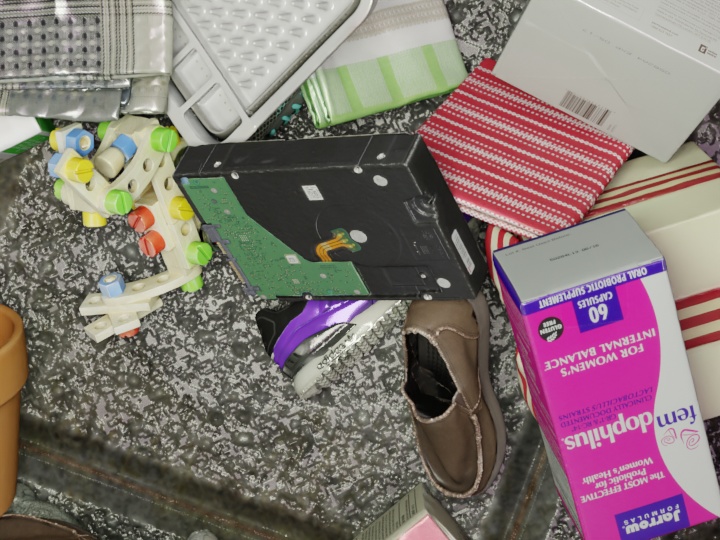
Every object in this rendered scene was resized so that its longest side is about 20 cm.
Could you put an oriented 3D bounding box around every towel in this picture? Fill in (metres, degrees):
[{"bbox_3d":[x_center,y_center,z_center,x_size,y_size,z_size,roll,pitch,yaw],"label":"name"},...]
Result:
[{"bbox_3d":[0.119,-0.089,1.463,0.144,0.200,0.023,23,128,16],"label":"towel"},{"bbox_3d":[-0.002,-0.219,1.505,0.149,0.031,0.200,-19,88,-29],"label":"towel"},{"bbox_3d":[-0.232,-0.209,1.447,0.192,0.035,0.201,0,92,3],"label":"towel"}]

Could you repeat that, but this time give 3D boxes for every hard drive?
[{"bbox_3d":[-0.021,-0.036,1.422,0.200,0.038,0.140,-2,136,32],"label":"hard drive"}]

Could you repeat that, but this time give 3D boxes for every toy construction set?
[{"bbox_3d":[-0.170,-0.035,1.500,0.092,0.131,0.200,23,137,29],"label":"toy construction set"}]

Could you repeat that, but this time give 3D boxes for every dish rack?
[{"bbox_3d":[-0.082,-0.199,1.447,0.200,0.044,0.172,-43,71,27],"label":"dish rack"}]

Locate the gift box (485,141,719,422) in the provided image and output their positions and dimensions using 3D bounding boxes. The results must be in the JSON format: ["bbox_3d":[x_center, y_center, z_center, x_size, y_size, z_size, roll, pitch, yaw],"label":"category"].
[{"bbox_3d":[0.198,0.023,1.482,0.186,0.200,0.185,-17,106,-2],"label":"gift box"}]

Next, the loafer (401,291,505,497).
[{"bbox_3d":[0.058,0.097,1.495,0.073,0.071,0.200,15,129,34],"label":"loafer"}]

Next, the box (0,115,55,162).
[{"bbox_3d":[-0.359,-0.158,1.519,0.176,0.097,0.200,-25,92,0],"label":"box"}]

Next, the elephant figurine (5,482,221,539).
[{"bbox_3d":[-0.203,0.264,1.534,0.200,0.155,0.142,1,126,11],"label":"elephant figurine"}]

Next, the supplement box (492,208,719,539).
[{"bbox_3d":[0.169,0.077,1.344,0.101,0.103,0.200,-18,113,-1],"label":"supplement box"}]

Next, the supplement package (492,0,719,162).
[{"bbox_3d":[0.217,-0.219,1.446,0.152,0.151,0.200,27,67,0],"label":"supplement package"}]

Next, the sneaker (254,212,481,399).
[{"bbox_3d":[0.000,0.000,1.536,0.200,0.070,0.100,-41,77,-3],"label":"sneaker"}]

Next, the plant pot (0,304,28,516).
[{"bbox_3d":[-0.343,0.122,1.494,0.200,0.200,0.140,-7,109,1],"label":"plant pot"}]

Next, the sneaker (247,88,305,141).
[{"bbox_3d":[-0.060,-0.148,1.527,0.091,0.078,0.200,14,95,-4],"label":"sneaker"}]

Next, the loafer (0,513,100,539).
[{"bbox_3d":[-0.219,0.218,1.453,0.200,0.071,0.073,10,71,31],"label":"loafer"}]

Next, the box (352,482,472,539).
[{"bbox_3d":[0.009,0.275,1.518,0.200,0.128,0.109,-41,93,3],"label":"box"}]
